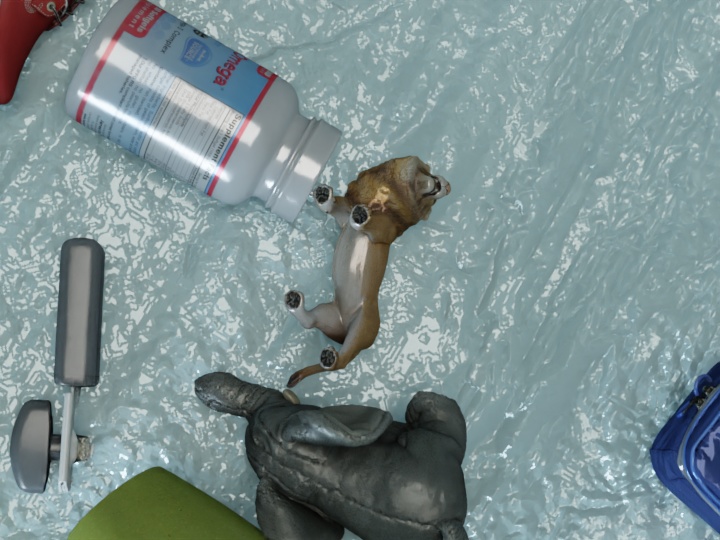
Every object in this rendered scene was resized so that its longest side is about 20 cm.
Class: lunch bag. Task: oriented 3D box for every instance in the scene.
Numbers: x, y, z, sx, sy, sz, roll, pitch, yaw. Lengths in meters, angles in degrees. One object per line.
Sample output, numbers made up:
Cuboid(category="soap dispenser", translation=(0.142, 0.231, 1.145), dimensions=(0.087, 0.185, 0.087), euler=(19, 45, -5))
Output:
Cuboid(category="lunch bag", translation=(0.335, 0.154, 1.163), dimensions=(0.200, 0.132, 0.136), euler=(40, 82, -3))

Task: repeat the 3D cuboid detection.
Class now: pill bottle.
Cuboid(category="pill bottle", translation=(-0.120, -0.121, 1.141), dimensions=(0.199, 0.109, 0.109), euler=(29, 83, -5))

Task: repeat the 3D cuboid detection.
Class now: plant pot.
Cuboid(category="plant pot", translation=(-0.123, 0.252, 1.091), dimensions=(0.187, 0.187, 0.200), euler=(-40, 76, -8))

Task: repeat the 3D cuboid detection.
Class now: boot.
Cuboid(category="boot", translation=(-0.225, -0.217, 1.157), dimensions=(0.143, 0.072, 0.201), euler=(12, 80, -7))

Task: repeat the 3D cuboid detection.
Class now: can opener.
Cuboid(category="can opener", translation=(-0.232, 0.074, 1.139), dimensions=(0.066, 0.053, 0.201), euler=(7, 84, -6))

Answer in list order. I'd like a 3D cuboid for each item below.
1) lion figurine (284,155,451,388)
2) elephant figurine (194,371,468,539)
Cuboid(category="lion figurine", translation=(0.000, 0.000, 1.156), dimensions=(0.072, 0.122, 0.201), euler=(22, 93, 24))
Cuboid(category="elephant figurine", translation=(-0.026, 0.149, 1.110), dimensions=(0.199, 0.155, 0.142), euler=(15, 68, -15))
